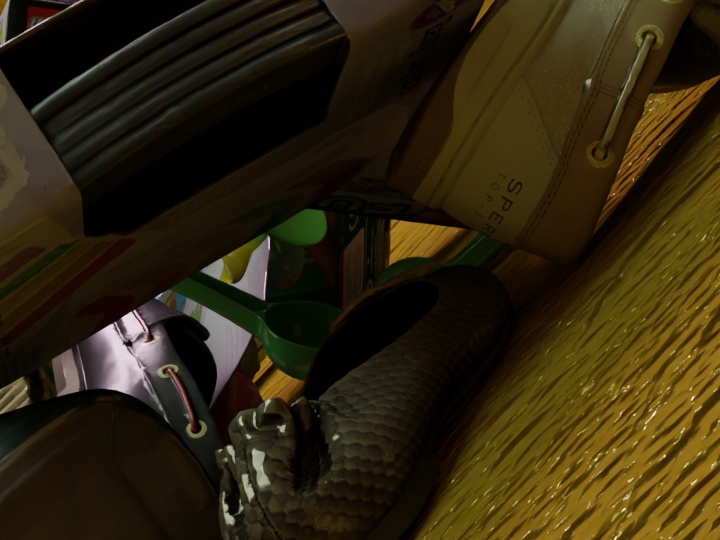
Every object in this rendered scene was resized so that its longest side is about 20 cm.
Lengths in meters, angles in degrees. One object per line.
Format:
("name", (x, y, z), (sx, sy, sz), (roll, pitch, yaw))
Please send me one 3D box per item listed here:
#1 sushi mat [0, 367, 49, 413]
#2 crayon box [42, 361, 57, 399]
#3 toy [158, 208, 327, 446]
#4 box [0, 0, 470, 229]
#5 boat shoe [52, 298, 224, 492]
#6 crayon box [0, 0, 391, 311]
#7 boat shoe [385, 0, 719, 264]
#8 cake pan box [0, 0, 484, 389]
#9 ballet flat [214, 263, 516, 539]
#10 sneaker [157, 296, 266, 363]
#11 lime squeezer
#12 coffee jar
("sushi mat", (-0.159, 0.029, 0.939), (0.012, 0.096, 0.200), (-12, -9, -24))
("crayon box", (-0.166, 0.028, 1.036), (0.051, 0.201, 0.127), (-10, 20, -23))
("toy", (-0.060, 0.044, 0.981), (0.115, 0.047, 0.200), (-91, 21, -46))
("box", (-0.035, -0.052, 0.859), (0.110, 0.199, 0.035), (148, 128, -71))
("boat shoe", (-0.084, 0.046, 0.896), (0.063, 0.074, 0.201), (-11, 24, -7))
("crayon box", (-0.074, -0.083, 1.013), (0.058, 0.172, 0.200), (-50, -31, -46))
("boat shoe", (0.082, -0.079, 0.716), (0.200, 0.066, 0.074), (-53, -2, -28))
("cake pan box", (-0.056, -0.038, 0.693), (0.184, 0.052, 0.200), (-33, -7, -13))
("ballet flat", (-0.002, 0.031, 0.640), (0.067, 0.046, 0.200), (-44, 5, 20))
("sneaker", (-0.093, 0.061, 1.215), (0.200, 0.076, 0.105), (-54, 16, 0))
("lime squeezer", (0.000, 0.000, 0.842), (0.200, 0.071, 0.038), (-12, 2, 25))
("coffee jar", (-0.130, 0.097, 0.757), (0.104, 0.085, 0.200), (-43, 16, -30))
